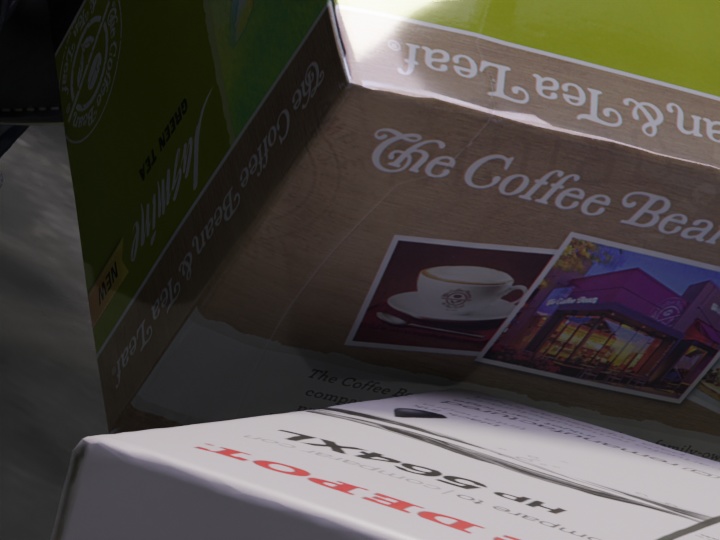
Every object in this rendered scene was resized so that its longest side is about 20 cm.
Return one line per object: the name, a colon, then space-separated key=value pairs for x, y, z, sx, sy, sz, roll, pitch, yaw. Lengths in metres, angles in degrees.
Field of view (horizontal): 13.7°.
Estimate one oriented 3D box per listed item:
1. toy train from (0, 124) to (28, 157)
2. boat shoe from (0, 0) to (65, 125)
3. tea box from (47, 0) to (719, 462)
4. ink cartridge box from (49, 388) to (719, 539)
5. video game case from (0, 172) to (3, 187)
toy train: x=-0.159 y=-0.118 z=0.889 sx=0.114 sy=0.087 sz=0.200 roll=35 pitch=-12 yaw=39
boat shoe: x=-0.122 y=-0.071 z=0.821 sx=0.199 sy=0.075 sz=0.062 roll=13 pitch=26 yaw=-41
tea box: x=0.038 y=-0.052 z=0.763 sx=0.199 sy=0.134 sz=0.198 roll=13 pitch=44 yaw=-26
ink cartridge box: x=0.039 y=0.084 z=0.586 sx=0.145 sy=0.085 sz=0.200 roll=16 pitch=6 yaw=20
video game case: x=-0.213 y=-0.069 z=0.810 sx=0.200 sy=0.024 sz=0.182 roll=35 pitch=12 yaw=13
